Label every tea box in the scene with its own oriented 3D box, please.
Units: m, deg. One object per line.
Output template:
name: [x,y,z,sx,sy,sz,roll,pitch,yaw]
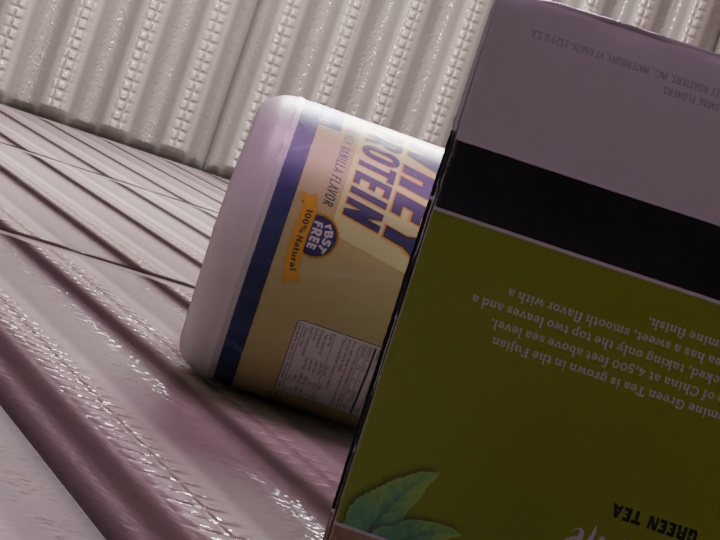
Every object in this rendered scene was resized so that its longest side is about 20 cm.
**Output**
tea box: [0.080,0.022,0.692,0.133,0.198,0.200,19,5,4]

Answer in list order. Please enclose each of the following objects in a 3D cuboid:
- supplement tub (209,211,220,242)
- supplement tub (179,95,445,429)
supplement tub: [0.000,0.000,1.166,0.122,0.123,0.200,21,5,27]
supplement tub: [0.024,0.010,0.969,0.199,0.145,0.144,19,4,-3]
